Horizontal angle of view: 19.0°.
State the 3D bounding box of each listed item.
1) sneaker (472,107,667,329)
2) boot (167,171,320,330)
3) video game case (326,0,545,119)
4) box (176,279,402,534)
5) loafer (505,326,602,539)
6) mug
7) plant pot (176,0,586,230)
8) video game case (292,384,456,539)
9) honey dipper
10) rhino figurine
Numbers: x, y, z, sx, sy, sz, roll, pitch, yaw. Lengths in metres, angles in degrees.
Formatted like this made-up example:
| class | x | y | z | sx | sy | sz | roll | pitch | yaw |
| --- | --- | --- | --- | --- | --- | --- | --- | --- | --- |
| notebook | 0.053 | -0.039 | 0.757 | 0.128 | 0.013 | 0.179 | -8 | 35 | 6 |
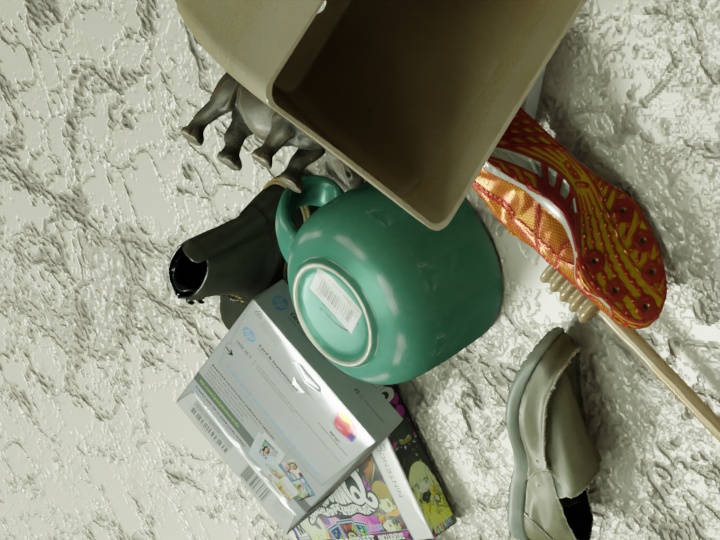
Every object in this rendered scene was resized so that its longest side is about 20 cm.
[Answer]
| class | x | y | z | sx | sy | sz | roll | pitch | yaw |
| --- | --- | --- | --- | --- | --- | --- | --- | --- | --- |
| sneaker | 0.142 | -0.039 | 1.528 | 0.200 | 0.073 | 0.077 | 49 | 159 | 7 |
| boot | -0.118 | 0.008 | 1.803 | 0.077 | 0.138 | 0.201 | 43 | 142 | 20 |
| video game case | 0.051 | -0.164 | 1.587 | 0.200 | 0.018 | 0.144 | 36 | 137 | 28 |
| box | -0.065 | 0.119 | 1.829 | 0.156 | 0.041 | 0.200 | 49 | 144 | 8 |
| loafer | 0.155 | 0.130 | 1.632 | 0.069 | 0.075 | 0.201 | 20 | 134 | 26 |
| mug | 0.006 | 0.010 | 1.677 | 0.184 | 0.114 | 0.153 | 4 | 117 | 48 |
| plant pot | -0.003 | -0.180 | 1.449 | 0.177 | 0.201 | 0.199 | 30 | 177 | 46 |
| video game case | -0.021 | 0.153 | 1.874 | 0.199 | 0.036 | 0.182 | -15 | 102 | 53 |
| honey dipper | 0.210 | 0.064 | 1.546 | 0.200 | 0.038 | 0.038 | 46 | 142 | 11 |
| rhino figurine | -0.047 | -0.112 | 1.688 | 0.199 | 0.088 | 0.060 | 20 | 164 | 40 |
